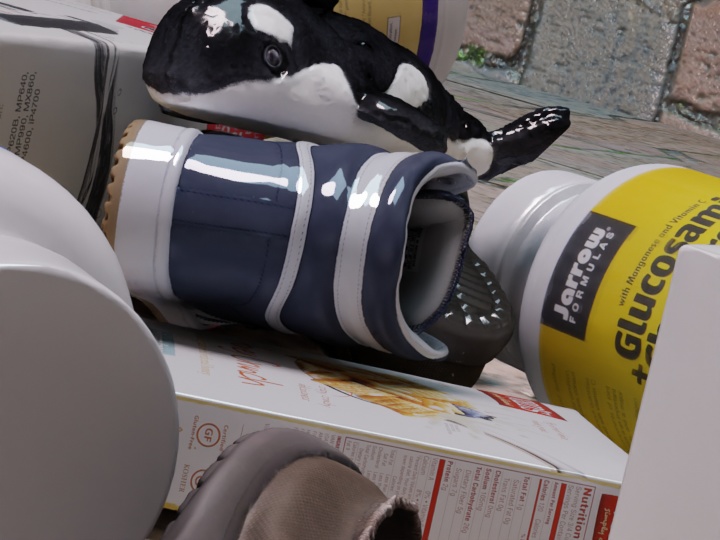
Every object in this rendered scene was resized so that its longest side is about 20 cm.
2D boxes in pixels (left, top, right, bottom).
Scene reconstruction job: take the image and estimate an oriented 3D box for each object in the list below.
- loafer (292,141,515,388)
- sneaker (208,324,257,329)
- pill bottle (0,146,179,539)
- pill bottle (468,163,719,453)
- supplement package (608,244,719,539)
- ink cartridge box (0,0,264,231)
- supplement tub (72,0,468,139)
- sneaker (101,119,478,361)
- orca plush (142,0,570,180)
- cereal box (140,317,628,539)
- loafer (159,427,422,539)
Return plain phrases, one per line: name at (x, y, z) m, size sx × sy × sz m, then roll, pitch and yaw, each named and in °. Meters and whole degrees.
loafer at (0.000, 0.000, 0.947) m, size 0.073 × 0.071 × 0.200 m, roll 23°, pitch 19°, yaw -16°
sneaker at (-0.038, 0.005, 1.035) m, size 0.199 × 0.070 × 0.082 m, roll 19°, pitch 39°, yaw -1°
pill bottle at (-0.120, 0.014, 0.607) m, size 0.112 × 0.113 × 0.200 m, roll 8°, pitch 9°, yaw -29°
pill bottle at (0.130, 0.024, 0.934) m, size 0.112 × 0.112 × 0.200 m, roll 6°, pitch 10°, yaw -40°
supplement package at (0.171, 0.061, 0.730) m, size 0.117 × 0.117 × 0.200 m, roll 18°, pitch 9°, yaw 32°
ink cartridge box at (-0.145, -0.057, 0.901) m, size 0.144 × 0.084 × 0.200 m, roll 17°, pitch 10°, yaw 27°
supplement tub at (-0.069, -0.126, 1.122) m, size 0.199 × 0.146 × 0.145 m, roll -13°, pitch 20°, yaw -27°
sneaker at (-0.014, -0.009, 0.841) m, size 0.108 × 0.070 × 0.200 m, roll 8°, pitch 0°, yaw 6°
orca plush at (0.002, -0.077, 0.876) m, size 0.200 × 0.071 × 0.105 m, roll 10°, pitch 0°, yaw -41°
cereal box at (-0.019, 0.049, 0.769) m, size 0.199 × 0.040 × 0.144 m, roll 11°, pitch 5°, yaw -7°
loafer at (-0.016, 0.087, 0.474) m, size 0.071 × 0.073 × 0.200 m, roll 25°, pitch 15°, yaw 8°
